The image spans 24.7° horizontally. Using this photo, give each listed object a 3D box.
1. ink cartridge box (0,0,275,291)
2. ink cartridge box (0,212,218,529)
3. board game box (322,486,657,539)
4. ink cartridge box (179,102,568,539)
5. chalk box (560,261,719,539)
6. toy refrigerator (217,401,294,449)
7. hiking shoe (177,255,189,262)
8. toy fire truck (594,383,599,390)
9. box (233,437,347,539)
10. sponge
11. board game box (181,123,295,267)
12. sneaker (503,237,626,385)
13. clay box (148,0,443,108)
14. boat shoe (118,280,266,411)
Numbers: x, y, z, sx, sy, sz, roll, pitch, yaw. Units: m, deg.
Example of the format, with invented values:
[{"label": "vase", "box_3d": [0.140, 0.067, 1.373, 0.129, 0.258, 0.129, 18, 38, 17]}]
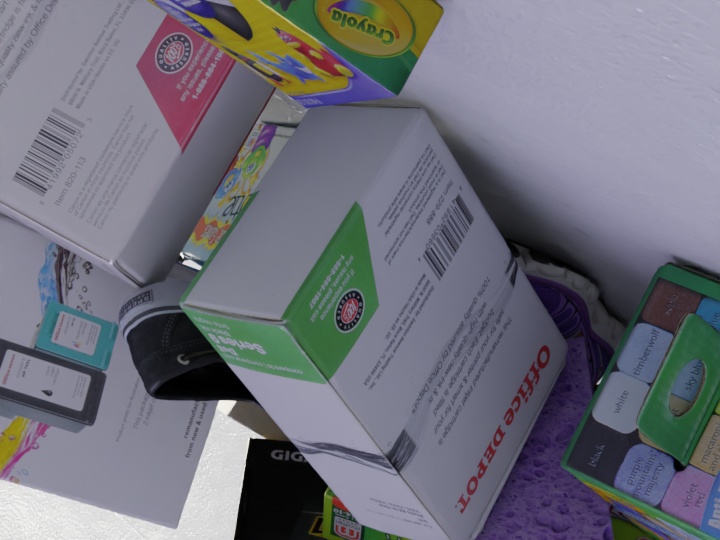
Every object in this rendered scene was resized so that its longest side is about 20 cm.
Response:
[{"label": "ink cartridge box", "box_3d": [-0.167, -0.101, 0.893, 0.199, 0.147, 0.083, 28, 172, 14]}, {"label": "ink cartridge box", "box_3d": [-0.192, 0.047, 0.999, 0.198, 0.148, 0.147, 19, 180, -16]}, {"label": "board game box", "box_3d": [0.087, 0.141, 0.995, 0.198, 0.102, 0.048, 17, 138, 11]}, {"label": "ink cartridge box", "box_3d": [0.015, 0.032, 0.883, 0.083, 0.147, 0.201, 7, 143, 41]}, {"label": "chalk box", "box_3d": [0.197, 0.086, 0.851, 0.123, 0.126, 0.200, 24, 172, 33]}, {"label": "toy refrigerator", "box_3d": [-0.004, 0.107, 1.131, 0.199, 0.076, 0.070, 32, 174, -24]}, {"label": "hiking shoe", "box_3d": [-0.145, -0.066, 1.257, 0.074, 0.087, 0.200, 25, 171, 24]}, {"label": "toy fire truck", "box_3d": [0.138, 0.090, 1.205, 0.175, 0.129, 0.200, 26, 145, -5]}, {"label": "box", "box_3d": [0.018, 0.184, 1.021, 0.197, 0.161, 0.050, 6, 131, 0]}, {"label": "sponge", "box_3d": [0.086, 0.128, 0.934, 0.110, 0.201, 0.030, -9, 135, 8]}, {"label": "board game box", "box_3d": [0.000, 0.000, 1.090, 0.199, 0.104, 0.105, 33, 173, -25]}, {"label": "sneaker", "box_3d": [0.109, 0.040, 1.027, 0.080, 0.084, 0.200, 23, 169, 38]}, {"label": "clay box", "box_3d": [-0.073, -0.140, 0.675, 0.199, 0.048, 0.115, 31, 172, -20]}, {"label": "boat shoe", "box_3d": [-0.047, 0.053, 0.926, 0.198, 0.057, 0.069, 10, 142, -39]}]
